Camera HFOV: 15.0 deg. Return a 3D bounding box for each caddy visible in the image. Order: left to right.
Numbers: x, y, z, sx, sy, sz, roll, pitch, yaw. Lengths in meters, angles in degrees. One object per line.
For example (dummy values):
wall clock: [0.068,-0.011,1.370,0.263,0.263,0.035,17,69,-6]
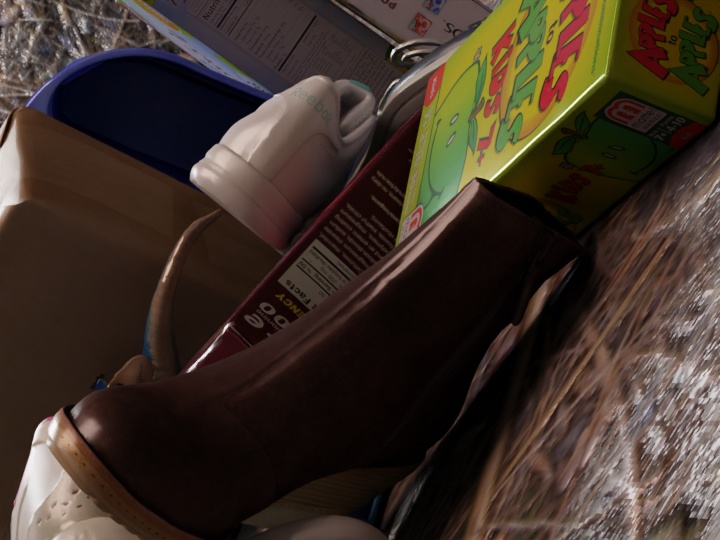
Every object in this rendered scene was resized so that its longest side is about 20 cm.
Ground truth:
caddy: [-0.095,-0.037,1.451,0.105,0.199,0.142,-146,77,-76]

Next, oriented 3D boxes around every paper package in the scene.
paper package: [-0.131,0.048,1.378,0.191,0.199,0.104,-54,23,21]

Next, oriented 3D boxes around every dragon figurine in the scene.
dragon figurine: [-0.092,0.077,1.266,0.099,0.058,0.201,150,118,-77]

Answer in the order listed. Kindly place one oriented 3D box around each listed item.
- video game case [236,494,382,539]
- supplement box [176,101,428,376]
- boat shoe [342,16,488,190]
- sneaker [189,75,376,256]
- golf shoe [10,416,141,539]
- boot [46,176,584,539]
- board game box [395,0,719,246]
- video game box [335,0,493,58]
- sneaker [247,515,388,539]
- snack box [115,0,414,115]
video game case: [-0.029,0.123,1.172,0.143,0.018,0.200,-51,9,31]
supplement box: [0.000,0.000,1.204,0.200,0.061,0.109,-48,2,-33]
boat shoe: [0.043,-0.073,1.329,0.200,0.074,0.062,119,168,-57]
sneaker: [-0.026,-0.054,1.313,0.089,0.075,0.200,-51,0,0]
golf shoe: [-0.103,0.129,1.083,0.200,0.075,0.092,104,155,-56]
boot: [-0.013,0.026,1.000,0.167,0.072,0.200,-49,-25,14]
board game box: [0.079,-0.069,1.087,0.200,0.047,0.102,136,151,-58]
video game box: [0.002,-0.168,1.540,0.047,0.182,0.200,-58,7,4]
sneaker: [-0.054,0.180,0.985,0.200,0.076,0.105,-41,45,15]
snack box: [-0.040,-0.125,1.562,0.068,0.199,0.169,-57,9,-1]
